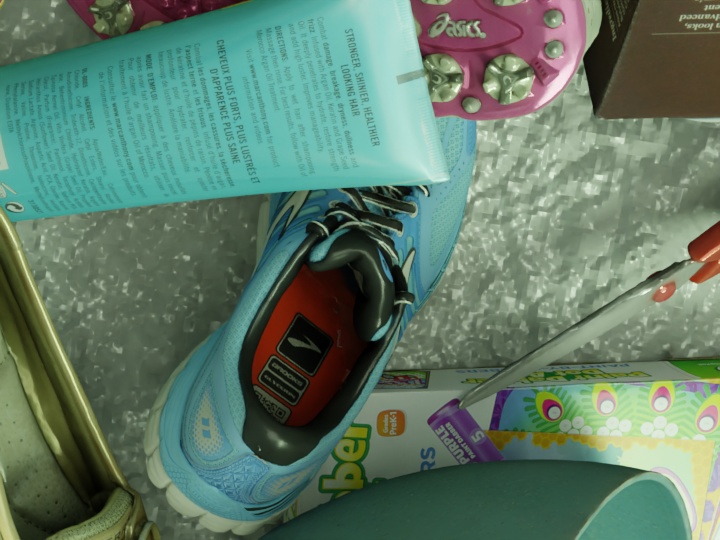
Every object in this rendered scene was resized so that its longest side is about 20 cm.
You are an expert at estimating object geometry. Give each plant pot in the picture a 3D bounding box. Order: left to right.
[{"bbox_3d":[0.017,0.153,0.810,0.135,0.200,0.200,12,100,25],"label":"plant pot"}]

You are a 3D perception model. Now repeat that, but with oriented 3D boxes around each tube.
[{"bbox_3d":[-0.072,-0.052,0.807,0.200,0.050,0.077,-8,111,20],"label":"tube"}]

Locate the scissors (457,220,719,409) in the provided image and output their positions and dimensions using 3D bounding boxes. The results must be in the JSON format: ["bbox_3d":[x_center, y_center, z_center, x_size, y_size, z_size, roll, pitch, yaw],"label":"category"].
[{"bbox_3d":[0.125,0.003,0.897,0.200,0.073,0.014,-38,67,0],"label":"scissors"}]

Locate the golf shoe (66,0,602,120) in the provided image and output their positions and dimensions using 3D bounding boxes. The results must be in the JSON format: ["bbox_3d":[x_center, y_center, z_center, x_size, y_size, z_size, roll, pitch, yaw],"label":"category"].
[{"bbox_3d":[-0.009,-0.098,0.839,0.200,0.092,0.075,14,109,16],"label":"golf shoe"}]

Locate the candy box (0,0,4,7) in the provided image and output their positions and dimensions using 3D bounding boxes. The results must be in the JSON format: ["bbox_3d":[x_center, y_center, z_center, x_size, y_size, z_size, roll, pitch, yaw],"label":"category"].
[{"bbox_3d":[-0.200,-0.159,0.801,0.200,0.026,0.102,30,91,-2],"label":"candy box"}]

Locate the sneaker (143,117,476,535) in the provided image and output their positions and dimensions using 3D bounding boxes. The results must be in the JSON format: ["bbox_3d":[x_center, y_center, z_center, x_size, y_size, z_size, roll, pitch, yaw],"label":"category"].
[{"bbox_3d":[0.000,0.000,0.832,0.078,0.090,0.200,30,64,-13],"label":"sneaker"}]

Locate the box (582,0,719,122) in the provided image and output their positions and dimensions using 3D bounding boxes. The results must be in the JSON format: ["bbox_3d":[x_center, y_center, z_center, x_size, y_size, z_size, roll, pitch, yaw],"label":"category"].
[{"bbox_3d":[0.143,-0.137,0.807,0.100,0.200,0.075,-2,56,-11],"label":"box"}]

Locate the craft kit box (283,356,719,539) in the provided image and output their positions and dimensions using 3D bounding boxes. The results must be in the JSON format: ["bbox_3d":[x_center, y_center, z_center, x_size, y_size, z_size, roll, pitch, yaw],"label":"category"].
[{"bbox_3d":[0.069,0.135,0.918,0.197,0.049,0.200,-2,100,-8],"label":"craft kit box"}]

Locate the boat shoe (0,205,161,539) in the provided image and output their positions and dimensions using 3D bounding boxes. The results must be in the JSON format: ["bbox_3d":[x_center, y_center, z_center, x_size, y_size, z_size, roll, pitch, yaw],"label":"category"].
[{"bbox_3d":[-0.111,0.070,0.811,0.063,0.073,0.201,-19,96,37],"label":"boat shoe"}]
